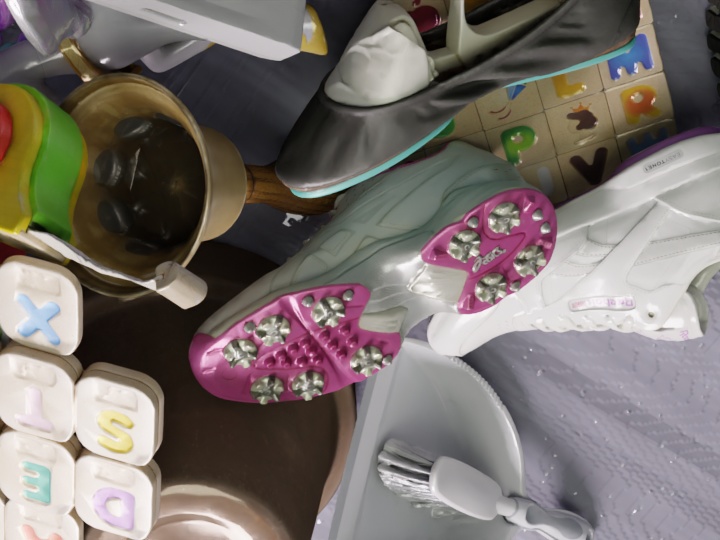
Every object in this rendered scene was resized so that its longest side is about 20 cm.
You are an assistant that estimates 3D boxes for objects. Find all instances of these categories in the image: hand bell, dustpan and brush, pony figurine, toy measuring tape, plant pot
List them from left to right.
[{"bbox_3d":[-0.133,-0.041,0.966,0.073,0.200,0.074,-22,120,-43],"label":"toy measuring tape"},{"bbox_3d":[-0.133,-0.146,1.038,0.199,0.167,0.194,-23,129,-9],"label":"pony figurine"},{"bbox_3d":[-0.094,0.108,1.156,0.199,0.175,0.201,-2,118,-4],"label":"plant pot"},{"bbox_3d":[-0.058,-0.044,1.086,0.104,0.200,0.105,2,94,33],"label":"hand bell"},{"bbox_3d":[0.069,0.130,1.239,0.057,0.140,0.200,6,166,35],"label":"dustpan and brush"}]

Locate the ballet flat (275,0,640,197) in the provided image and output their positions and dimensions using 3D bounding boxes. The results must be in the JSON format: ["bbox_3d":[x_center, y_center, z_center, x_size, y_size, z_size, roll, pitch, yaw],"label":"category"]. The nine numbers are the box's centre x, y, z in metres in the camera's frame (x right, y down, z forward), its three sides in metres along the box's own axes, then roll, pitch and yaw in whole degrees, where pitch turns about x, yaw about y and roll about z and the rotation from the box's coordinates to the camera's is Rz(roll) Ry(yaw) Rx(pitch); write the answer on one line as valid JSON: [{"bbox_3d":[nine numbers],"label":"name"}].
[{"bbox_3d":[0.041,-0.108,1.048,0.200,0.068,0.069,-27,124,-10],"label":"ballet flat"}]

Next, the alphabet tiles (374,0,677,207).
[{"bbox_3d":[0.080,-0.080,1.137,0.166,0.006,0.200,-17,133,4],"label":"alphabet tiles"}]

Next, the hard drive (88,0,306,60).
[{"bbox_3d":[-0.075,-0.208,0.973,0.132,0.201,0.026,15,162,-33],"label":"hard drive"}]

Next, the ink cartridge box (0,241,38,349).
[{"bbox_3d":[-0.228,0.037,1.094,0.175,0.084,0.200,21,136,4],"label":"ink cartridge box"}]

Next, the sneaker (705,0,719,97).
[{"bbox_3d":[0.237,-0.101,1.140,0.089,0.079,0.201,-15,124,-14],"label":"sneaker"}]

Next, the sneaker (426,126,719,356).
[{"bbox_3d":[0.126,0.007,1.147,0.200,0.075,0.100,-30,81,21],"label":"sneaker"}]

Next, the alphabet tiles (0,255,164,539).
[{"bbox_3d":[-0.188,0.064,1.024,0.199,0.015,0.196,15,130,10],"label":"alphabet tiles"}]

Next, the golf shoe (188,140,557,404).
[{"bbox_3d":[0.000,0.000,1.112,0.199,0.092,0.075,-25,131,-5],"label":"golf shoe"}]
